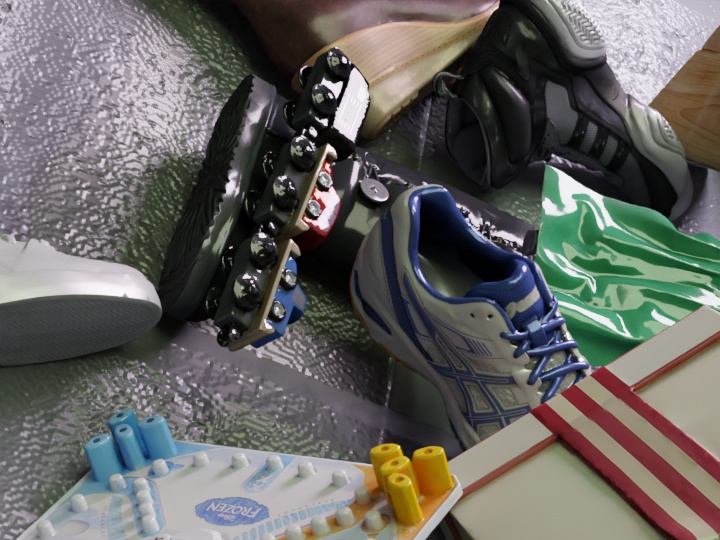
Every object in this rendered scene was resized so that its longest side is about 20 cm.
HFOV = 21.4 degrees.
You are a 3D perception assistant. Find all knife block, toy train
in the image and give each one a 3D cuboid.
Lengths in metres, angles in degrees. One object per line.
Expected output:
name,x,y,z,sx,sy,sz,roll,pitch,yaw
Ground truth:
knife block,0.245,-0.075,1.162,0.063,0.200,0.177,20,51,-17
toy train,-0.033,-0.035,0.983,0.046,0.034,0.201,41,48,-25

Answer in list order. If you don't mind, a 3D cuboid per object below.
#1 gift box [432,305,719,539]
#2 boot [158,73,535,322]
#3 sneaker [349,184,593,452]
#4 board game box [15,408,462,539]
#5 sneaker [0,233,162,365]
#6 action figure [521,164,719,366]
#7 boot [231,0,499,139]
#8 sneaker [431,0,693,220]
gift box,0.143,0.154,0.843,0.183,0.201,0.187,-25,22,-9
boot,0.000,-0.001,1.051,0.199,0.066,0.166,30,52,-17
sneaker,0.074,0.043,0.953,0.200,0.088,0.075,42,56,13
board game box,-0.087,0.128,0.814,0.200,0.198,0.026,-43,126,-45
sneaker,-0.198,-0.017,0.927,0.198,0.074,0.116,0,58,-30
action figure,0.185,0.023,1.057,0.198,0.055,0.119,15,68,-7
boot,0.004,-0.183,1.185,0.166,0.072,0.200,46,49,6
sneaker,0.120,-0.080,1.175,0.200,0.114,0.075,50,-5,-32
